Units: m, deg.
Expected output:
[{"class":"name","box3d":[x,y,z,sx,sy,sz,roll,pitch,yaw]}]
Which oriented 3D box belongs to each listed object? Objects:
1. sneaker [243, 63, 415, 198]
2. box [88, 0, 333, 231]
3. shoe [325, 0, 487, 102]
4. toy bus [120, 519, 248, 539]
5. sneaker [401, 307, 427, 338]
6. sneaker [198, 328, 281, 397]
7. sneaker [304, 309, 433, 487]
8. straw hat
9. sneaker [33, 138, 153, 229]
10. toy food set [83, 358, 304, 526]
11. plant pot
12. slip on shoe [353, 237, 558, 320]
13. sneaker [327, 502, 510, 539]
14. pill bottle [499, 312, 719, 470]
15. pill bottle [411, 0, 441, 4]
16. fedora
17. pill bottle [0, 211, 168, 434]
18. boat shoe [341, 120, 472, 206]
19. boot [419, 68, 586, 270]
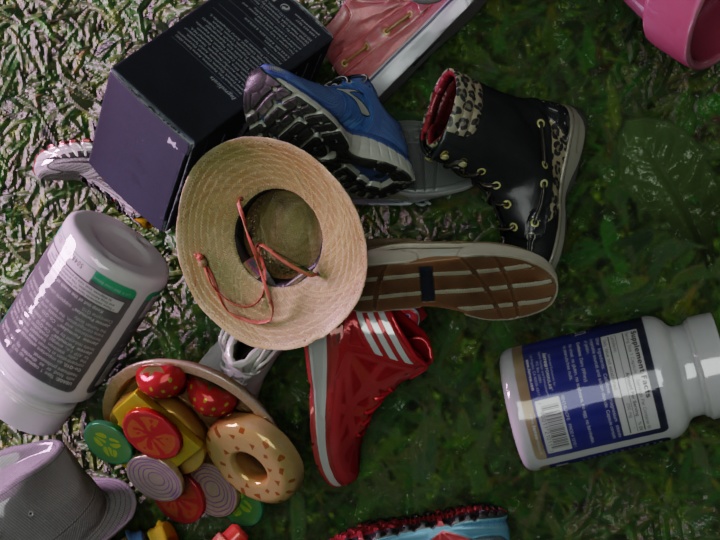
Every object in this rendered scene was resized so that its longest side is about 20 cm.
[{"class":"sneaker","box3d":[-0.031,-0.138,1.336,0.078,0.199,0.090,-24,56,32]},{"class":"box","box3d":[-0.139,-0.157,1.370,0.104,0.148,0.200,42,55,9]},{"class":"shoe","box3d":[0.049,-0.254,1.422,0.200,0.071,0.091,-44,85,9]},{"class":"toy bus","box3d":[-0.190,0.309,1.429,0.200,0.136,0.192,41,83,11]},{"class":"sneaker","box3d":[0.000,0.000,1.406,0.112,0.071,0.201,-8,114,8]},{"class":"sneaker","box3d":[-0.125,0.092,1.423,0.073,0.116,0.201,33,96,7]},{"class":"sneaker","box3d":[0.012,0.119,1.387,0.115,0.079,0.201,-1,124,8]},{"class":"straw hat","box3d":[-0.064,-0.035,1.316,0.200,0.085,0.203,11,115,24]},{"class":"sneaker","box3d":[-0.229,-0.085,1.463,0.198,0.078,0.083,9,91,10]},{"class":"toy food set","box3d":[-0.159,0.167,1.414,0.200,0.049,0.198,40,132,-11]},{"class":"plant pot","box3d":[0.284,-0.310,1.334,0.179,0.200,0.201,38,95,24]},{"class":"slip on shoe","box3d":[0.077,0.002,1.340,0.198,0.061,0.077,-3,122,2]},{"class":"sneaker","box3d":[0.047,0.283,1.408,0.198,0.079,0.096,-11,89,9]},{"class":"pill bottle","box3d":[0.235,0.107,1.360,0.198,0.116,0.117,-14,87,9]},{"class":"pill bottle","box3d":[0.014,-0.338,1.382,0.200,0.113,0.113,38,96,34]},{"class":"fedora","box3d":[-0.322,0.224,1.410,0.199,0.177,0.091,-27,113,-8]},{"class":"pill bottle","box3d":[-0.280,0.053,1.432,0.113,0.113,0.201,38,107,8]},{"class":"boat shoe","box3d":[0.019,-0.096,1.434,0.200,0.065,0.075,-5,75,4]},{"class":"boot","box3d":[0.118,-0.074,1.370,0.153,0.073,0.205,17,85,-28]}]
